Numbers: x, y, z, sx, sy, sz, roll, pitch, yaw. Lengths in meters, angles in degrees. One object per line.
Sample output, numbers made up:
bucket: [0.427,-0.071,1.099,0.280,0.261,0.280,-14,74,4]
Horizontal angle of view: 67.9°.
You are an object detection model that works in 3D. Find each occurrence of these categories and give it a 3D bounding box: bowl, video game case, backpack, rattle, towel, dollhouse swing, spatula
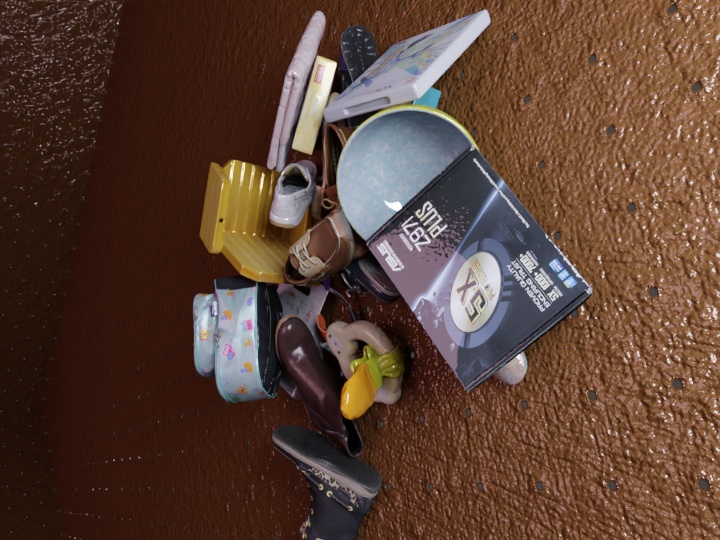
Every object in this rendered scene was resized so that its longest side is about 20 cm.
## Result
bowl: [0.072,-0.132,0.727,0.202,0.197,0.109,-52,8,31]
video game case: [0.061,-0.281,0.739,0.179,0.022,0.201,2,44,47]
backpack: [-0.205,0.125,0.926,0.176,0.148,0.207,84,173,-74]
rattle: [-0.039,0.144,0.808,0.197,0.143,0.133,26,144,33]
towel: [-0.106,-0.296,0.890,0.193,0.031,0.204,115,168,-47]
dollhouse swing: [-0.152,-0.085,0.939,0.173,0.195,0.189,16,97,50]
spatula: [-0.028,0.055,0.879,0.203,0.020,0.057,59,159,16]

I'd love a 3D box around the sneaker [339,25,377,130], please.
sneaker: [0.004,-0.289,0.895,0.087,0.073,0.208,159,105,-77]

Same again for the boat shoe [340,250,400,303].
boat shoe: [0.000,0.000,0.841,0.200,0.073,0.063,45,117,45]

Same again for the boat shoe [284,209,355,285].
boat shoe: [-0.066,-0.020,0.786,0.077,0.072,0.200,63,155,10]

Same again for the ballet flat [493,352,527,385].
ballet flat: [0.132,0.060,0.679,0.069,0.066,0.202,-57,47,32]

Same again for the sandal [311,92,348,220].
sandal: [-0.031,-0.188,0.926,0.068,0.077,0.219,17,109,16]

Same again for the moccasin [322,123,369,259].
moccasin: [-0.023,-0.119,0.801,0.072,0.077,0.209,-9,80,37]

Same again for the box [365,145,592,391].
box: [0.129,-0.001,0.599,0.163,0.086,0.203,-39,71,13]

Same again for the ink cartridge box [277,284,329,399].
ink cartridge box: [-0.119,0.111,1.004,0.160,0.049,0.206,25,96,49]

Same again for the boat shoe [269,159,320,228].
boat shoe: [-0.109,-0.153,0.935,0.203,0.068,0.071,-80,-1,-53]

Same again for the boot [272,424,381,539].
boot: [-0.070,0.352,0.852,0.195,0.073,0.156,20,106,19]

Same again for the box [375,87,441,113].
box: [0.050,-0.186,0.823,0.082,0.048,0.206,33,111,47]

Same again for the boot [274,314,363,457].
boot: [-0.061,0.179,0.850,0.165,0.071,0.206,23,133,55]

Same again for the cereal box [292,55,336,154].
cereal box: [-0.080,-0.282,0.926,0.200,0.038,0.148,-107,33,-75]
